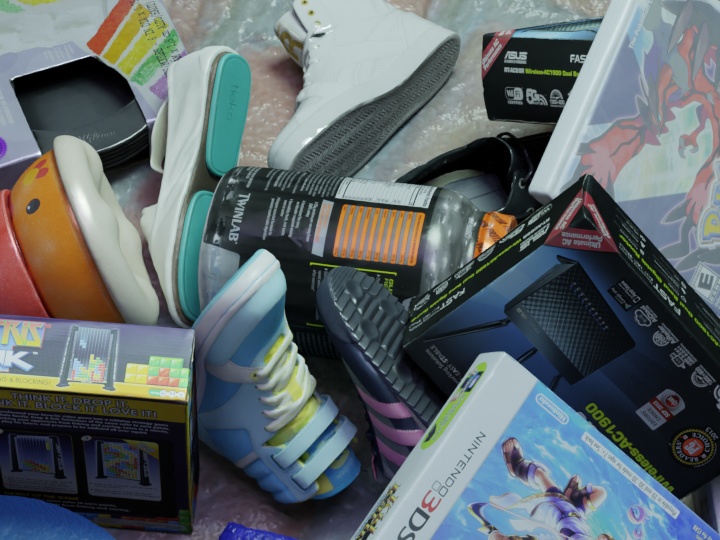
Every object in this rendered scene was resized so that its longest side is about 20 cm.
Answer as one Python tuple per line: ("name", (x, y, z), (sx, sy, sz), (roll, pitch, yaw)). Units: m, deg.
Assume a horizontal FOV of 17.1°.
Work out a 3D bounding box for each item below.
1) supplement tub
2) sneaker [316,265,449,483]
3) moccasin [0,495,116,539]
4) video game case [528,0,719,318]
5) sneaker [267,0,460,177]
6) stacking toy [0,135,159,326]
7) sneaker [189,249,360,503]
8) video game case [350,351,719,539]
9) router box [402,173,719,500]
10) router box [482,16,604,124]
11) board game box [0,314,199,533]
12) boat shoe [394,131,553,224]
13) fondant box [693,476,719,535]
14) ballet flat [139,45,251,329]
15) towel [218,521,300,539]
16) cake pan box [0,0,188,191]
("supplement tub", (0.000, 0.000, 1.590), (0.199, 0.123, 0.123), (7, 54, 10))
("sneaker", (0.021, 0.094, 1.517), (0.201, 0.082, 0.070), (55, 35, -1))
("moccasin", (-0.243, 0.181, 1.494), (0.199, 0.068, 0.081), (11, 47, 4))
("video game case", (0.212, -0.095, 1.551), (0.023, 0.182, 0.201), (8, 70, 54))
("sneaker", (-0.029, -0.136, 1.734), (0.115, 0.074, 0.200), (32, 49, 20))
("stacking toy", (-0.246, 0.011, 1.596), (0.199, 0.146, 0.147), (-24, 57, 0))
("sneaker", (-0.046, 0.074, 1.505), (0.130, 0.200, 0.080), (38, 62, 9))
("video game case", (0.102, 0.182, 1.440), (0.200, 0.045, 0.182), (40, 75, -12))
("router box", (0.145, 0.060, 1.493), (0.200, 0.150, 0.062), (46, 25, -15))
("router box", (0.206, -0.144, 1.662), (0.199, 0.063, 0.149), (-13, 14, -35))
("board game box", (-0.202, 0.095, 1.496), (0.198, 0.166, 0.057), (5, 54, 0))
("boat shoe", (0.091, -0.063, 1.685), (0.198, 0.066, 0.075), (-18, 55, -15))
("fondant box", (0.289, 0.112, 1.576), (0.143, 0.058, 0.201), (-2, 53, -5))
("ballet flat", (-0.120, -0.057, 1.660), (0.069, 0.069, 0.202), (7, 80, 2))
("towel", (-0.045, 0.254, 1.461), (0.147, 0.050, 0.201), (14, 55, 6))
("cake pan box", (-0.223, -0.147, 1.741), (0.183, 0.052, 0.201), (-18, 57, -13))
